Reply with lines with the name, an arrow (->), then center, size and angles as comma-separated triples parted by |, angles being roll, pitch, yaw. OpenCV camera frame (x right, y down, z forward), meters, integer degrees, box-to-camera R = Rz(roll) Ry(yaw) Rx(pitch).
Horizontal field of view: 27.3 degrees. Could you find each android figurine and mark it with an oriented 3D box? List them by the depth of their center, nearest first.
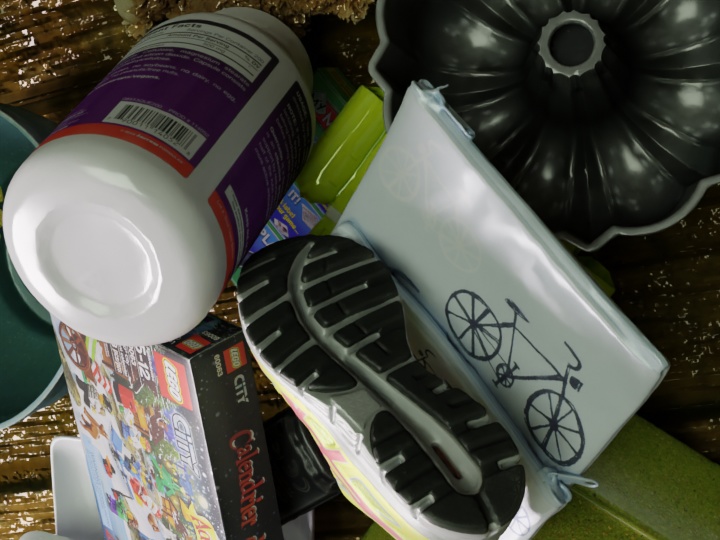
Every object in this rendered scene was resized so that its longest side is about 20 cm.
android figurine -> 0.045, -0.016, 0.812 | 0.182, 0.041, 0.200 | 41, 96, 12

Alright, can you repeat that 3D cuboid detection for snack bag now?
snack bag -> 0.044, 0.040, 0.720 | 0.189, 0.021, 0.200 | 51, 136, 20

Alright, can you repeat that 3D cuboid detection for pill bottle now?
pill bottle -> -0.092, -0.059, 0.763 | 0.112, 0.200, 0.113 | 10, 126, 14

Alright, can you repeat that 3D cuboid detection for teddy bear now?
teddy bear -> -0.068, -0.166, 0.869 | 0.200, 0.067, 0.146 | -40, 66, 30

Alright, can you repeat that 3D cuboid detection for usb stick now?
usb stick -> -0.069, 0.129, 0.854 | 0.200, 0.032, 0.056 | -37, 82, 50

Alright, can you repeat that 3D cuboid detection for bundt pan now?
bundt pan -> 0.109, -0.105, 0.748 | 0.200, 0.076, 0.204 | -2, 83, 12

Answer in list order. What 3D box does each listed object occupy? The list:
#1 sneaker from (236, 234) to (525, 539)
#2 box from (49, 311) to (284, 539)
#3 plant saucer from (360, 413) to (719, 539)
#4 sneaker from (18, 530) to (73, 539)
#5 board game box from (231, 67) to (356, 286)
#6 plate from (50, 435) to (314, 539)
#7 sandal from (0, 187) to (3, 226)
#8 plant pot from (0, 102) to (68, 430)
sneaker -> 0.001, 0.067, 0.710 | 0.200, 0.078, 0.091 | 54, 159, 33
box -> -0.102, 0.106, 0.807 | 0.136, 0.038, 0.201 | 21, 128, 45
plant saucer -> 0.108, 0.170, 0.798 | 0.199, 0.048, 0.200 | 32, 114, -3
sneaker -> -0.156, 0.222, 0.915 | 0.199, 0.081, 0.077 | 1, 120, 31
board game box -> 0.000, 0.000, 0.874 | 0.135, 0.029, 0.200 | -44, 78, 24
plate -> -0.109, 0.210, 0.963 | 0.199, 0.032, 0.201 | 3, 99, 27
sandal -> -0.268, -0.079, 0.818 | 0.079, 0.087, 0.201 | -30, 85, 23
plant pot -> -0.214, -0.009, 0.921 | 0.199, 0.134, 0.202 | 3, 97, 25
